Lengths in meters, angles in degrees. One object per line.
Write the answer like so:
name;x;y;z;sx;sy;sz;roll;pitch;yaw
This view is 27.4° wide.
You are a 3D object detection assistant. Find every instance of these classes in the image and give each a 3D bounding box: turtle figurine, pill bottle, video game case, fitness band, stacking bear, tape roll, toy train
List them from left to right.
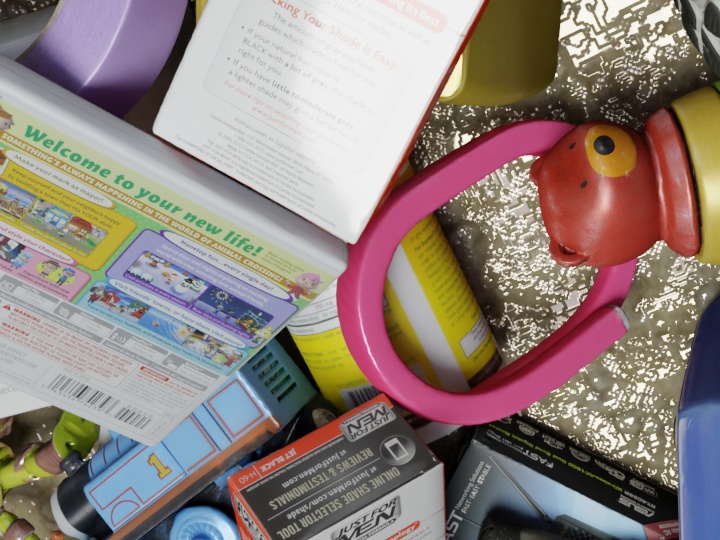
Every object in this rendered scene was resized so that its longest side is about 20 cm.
turtle figurine;-0.252;0.123;0.972;0.200;0.064;0.161;52;128;7
tape roll;-0.185;-0.154;0.717;0.199;0.066;0.201;0;91;15
video game case;-0.137;0.000;0.727;0.200;0.022;0.182;28;129;-26
toy train;-0.102;0.125;0.884;0.200;0.087;0.114;-38;89;21
pill bottle;0.000;0.000;0.873;0.109;0.109;0.201;-22;104;19
fitness band;0.078;0.001;0.831;0.200;0.037;0.144;-33;105;-23
stacking bear;0.193;-0.053;0.791;0.199;0.122;0.114;-11;152;3

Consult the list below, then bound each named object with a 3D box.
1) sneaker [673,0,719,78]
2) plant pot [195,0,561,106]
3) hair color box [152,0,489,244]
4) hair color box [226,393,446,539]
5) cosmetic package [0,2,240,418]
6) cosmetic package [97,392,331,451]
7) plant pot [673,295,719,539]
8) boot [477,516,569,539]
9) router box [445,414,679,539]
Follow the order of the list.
sneaker;0.190;-0.182;0.743;0.083;0.081;0.201;-15;71;9
plant pot;0.004;-0.178;0.769;0.199;0.176;0.201;7;112;10
hair color box;0.000;-0.127;0.659;0.111;0.064;0.200;29;115;2
hair color box;-0.007;0.170;0.833;0.101;0.061;0.201;-26;141;-19
cosmetic package;-0.169;-0.046;0.862;0.167;0.166;0.201;-13;108;16
cosmetic package;-0.068;0.128;0.958;0.199;0.074;0.102;12;111;6
plant pot;0.270;0.114;0.815;0.179;0.200;0.201;1;111;19
boot;0.120;0.247;0.899;0.130;0.068;0.201;12;114;2
router box;0.102;0.203;0.953;0.149;0.062;0.201;26;114;3
